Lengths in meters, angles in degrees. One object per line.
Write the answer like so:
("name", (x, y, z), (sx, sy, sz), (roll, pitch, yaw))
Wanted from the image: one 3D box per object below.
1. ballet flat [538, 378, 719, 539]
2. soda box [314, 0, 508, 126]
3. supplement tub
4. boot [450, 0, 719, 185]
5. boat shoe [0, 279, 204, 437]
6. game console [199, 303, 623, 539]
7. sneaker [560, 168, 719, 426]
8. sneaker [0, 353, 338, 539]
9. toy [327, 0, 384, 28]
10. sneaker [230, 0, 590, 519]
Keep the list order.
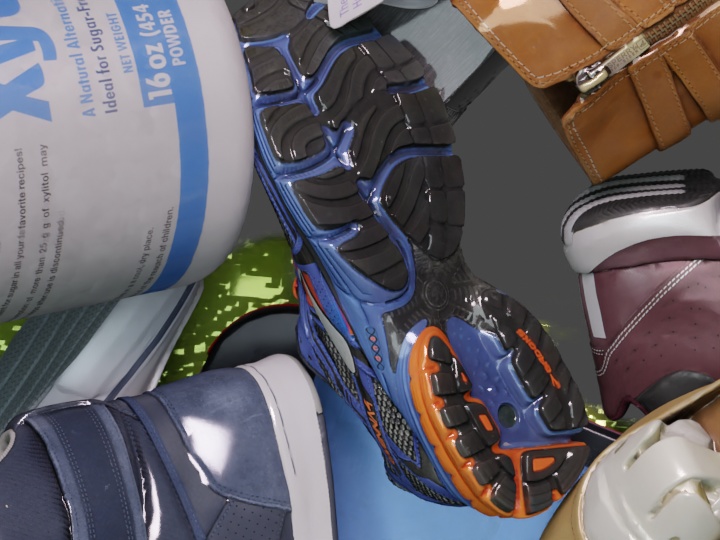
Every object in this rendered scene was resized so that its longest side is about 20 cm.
("ballet flat", (0.128, 0.056, 0.992), (0.200, 0.063, 0.069), (-36, 60, 15))
("soda box", (0.064, -0.138, 1.053), (0.071, 0.063, 0.200), (44, 96, 5))
("supplement tub", (-0.148, -0.042, 0.976), (0.199, 0.132, 0.132), (-12, 90, -28))
("boot", (0.140, -0.078, 1.011), (0.155, 0.077, 0.200), (-43, 118, 3))
("boat shoe", (-0.111, 0.072, 1.090), (0.067, 0.074, 0.200), (36, 94, -24))
("game console", (0.016, 0.121, 1.084), (0.199, 0.031, 0.177), (22, 94, 8))
("sneaker", (0.174, 0.020, 1.047), (0.199, 0.076, 0.116), (-4, 103, 12))
("sneaker", (-0.072, 0.139, 1.015), (0.146, 0.077, 0.203), (-8, 81, -28))
("toy", (0.055, -0.178, 0.983), (0.200, 0.115, 0.047), (-29, 129, 22))
("sneaker", (0.000, 0.000, 1.021), (0.078, 0.075, 0.201), (-20, 96, 52))
